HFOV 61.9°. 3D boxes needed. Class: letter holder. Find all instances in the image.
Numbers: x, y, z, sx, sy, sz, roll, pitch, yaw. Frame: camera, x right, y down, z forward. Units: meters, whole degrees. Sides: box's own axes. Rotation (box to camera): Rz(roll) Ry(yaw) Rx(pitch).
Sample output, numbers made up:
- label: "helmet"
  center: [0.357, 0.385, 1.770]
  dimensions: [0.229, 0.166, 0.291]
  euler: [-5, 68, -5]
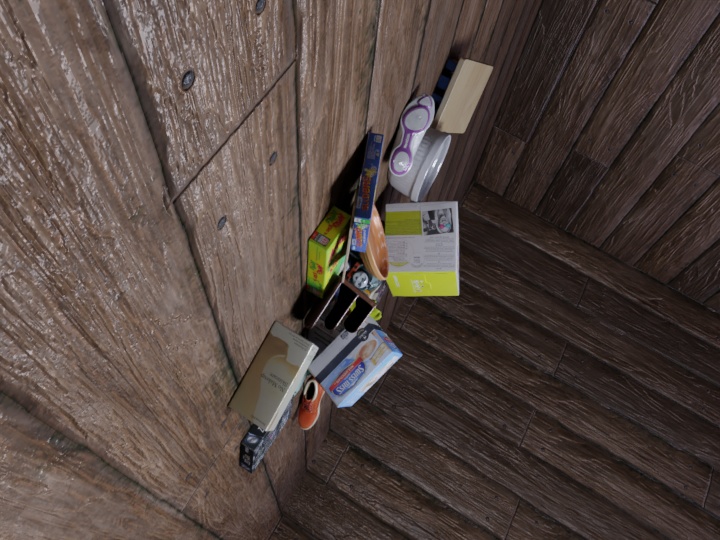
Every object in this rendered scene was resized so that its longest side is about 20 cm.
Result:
- label: "letter holder"
  center: [-0.056, 0.101, 1.417]
  dimensions: [0.144, 0.100, 0.200]
  euler: [-54, -172, -5]

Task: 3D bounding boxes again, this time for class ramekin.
- label: "ramekin"
  center: [0.153, -0.293, 1.612]
  dimensions: [0.203, 0.103, 0.201]
  euler: [-60, 170, -17]

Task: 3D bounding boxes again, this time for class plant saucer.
- label: "plant saucer"
  center: [0.025, -0.074, 1.462]
  dimensions: [0.200, 0.036, 0.206]
  euler: [-12, 91, -76]

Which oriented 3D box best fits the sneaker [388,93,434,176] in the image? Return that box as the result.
- label: "sneaker"
  center: [0.117, -0.336, 1.469]
  dimensions: [0.100, 0.073, 0.204]
  euler: [-93, -153, -73]

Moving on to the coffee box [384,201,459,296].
- label: "coffee box"
  center: [0.171, -0.053, 1.642]
  dimensions: [0.200, 0.194, 0.203]
  euler: [61, 31, -67]

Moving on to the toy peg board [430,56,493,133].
- label: "toy peg board"
  center: [0.256, -0.503, 1.689]
  dimensions: [0.197, 0.097, 0.204]
  euler: [-17, 136, -54]

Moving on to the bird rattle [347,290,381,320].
- label: "bird rattle"
  center: [-0.013, 0.144, 1.756]
  dimensions: [0.165, 0.110, 0.203]
  euler: [-76, -171, -55]

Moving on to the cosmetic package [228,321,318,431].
- label: "cosmetic package"
  center: [-0.182, 0.223, 1.270]
  dimensions: [0.203, 0.103, 0.071]
  euler: [-62, 169, -9]

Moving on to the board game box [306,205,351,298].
- label: "board game box"
  center: [-0.071, -0.035, 1.308]
  dimensions: [0.103, 0.047, 0.202]
  euler: [-56, 168, -30]

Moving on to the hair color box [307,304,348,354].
- label: "hair color box"
  center: [-0.090, 0.183, 1.638]
  dimensions: [0.061, 0.099, 0.202]
  euler: [-51, 166, -38]

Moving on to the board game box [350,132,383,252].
- label: "board game box"
  center: [0.014, -0.161, 1.247]
  dimensions: [0.136, 0.033, 0.205]
  euler: [98, 1, -64]

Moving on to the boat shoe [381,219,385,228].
- label: "boat shoe"
  center: [0.048, -0.077, 1.777]
  dimensions: [0.203, 0.068, 0.071]
  euler: [94, -12, -46]

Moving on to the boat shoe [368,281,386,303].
- label: "boat shoe"
  center: [0.047, 0.046, 1.808]
  dimensions: [0.063, 0.073, 0.202]
  euler: [-3, 137, -30]

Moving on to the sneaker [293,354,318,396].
- label: "sneaker"
  center: [-0.158, 0.264, 1.570]
  dimensions: [0.121, 0.072, 0.200]
  euler: [-67, 161, -5]

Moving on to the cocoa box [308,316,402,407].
- label: "cocoa box"
  center: [-0.011, 0.231, 1.524]
  dimensions: [0.200, 0.132, 0.133]
  euler: [-44, 162, 4]

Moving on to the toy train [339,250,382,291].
- label: "toy train"
  center: [0.000, 0.000, 1.545]
  dimensions: [0.086, 0.113, 0.200]
  euler: [-51, 172, 9]

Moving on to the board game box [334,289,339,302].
- label: "board game box"
  center: [-0.027, 0.049, 1.796]
  dimensions: [0.137, 0.034, 0.201]
  euler: [-60, 170, -16]

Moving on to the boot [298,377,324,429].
- label: "boot"
  center: [-0.174, 0.444, 2.009]
  dimensions: [0.107, 0.073, 0.205]
  euler: [-9, 118, -74]

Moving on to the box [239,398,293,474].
- label: "box"
  center: [-0.250, 0.425, 1.620]
  dimensions: [0.201, 0.043, 0.162]
  euler: [-55, 168, -37]

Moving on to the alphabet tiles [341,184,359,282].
- label: "alphabet tiles"
  center: [-0.019, -0.094, 1.298]
  dimensions: [0.201, 0.007, 0.171]
  euler: [-84, -177, -65]
